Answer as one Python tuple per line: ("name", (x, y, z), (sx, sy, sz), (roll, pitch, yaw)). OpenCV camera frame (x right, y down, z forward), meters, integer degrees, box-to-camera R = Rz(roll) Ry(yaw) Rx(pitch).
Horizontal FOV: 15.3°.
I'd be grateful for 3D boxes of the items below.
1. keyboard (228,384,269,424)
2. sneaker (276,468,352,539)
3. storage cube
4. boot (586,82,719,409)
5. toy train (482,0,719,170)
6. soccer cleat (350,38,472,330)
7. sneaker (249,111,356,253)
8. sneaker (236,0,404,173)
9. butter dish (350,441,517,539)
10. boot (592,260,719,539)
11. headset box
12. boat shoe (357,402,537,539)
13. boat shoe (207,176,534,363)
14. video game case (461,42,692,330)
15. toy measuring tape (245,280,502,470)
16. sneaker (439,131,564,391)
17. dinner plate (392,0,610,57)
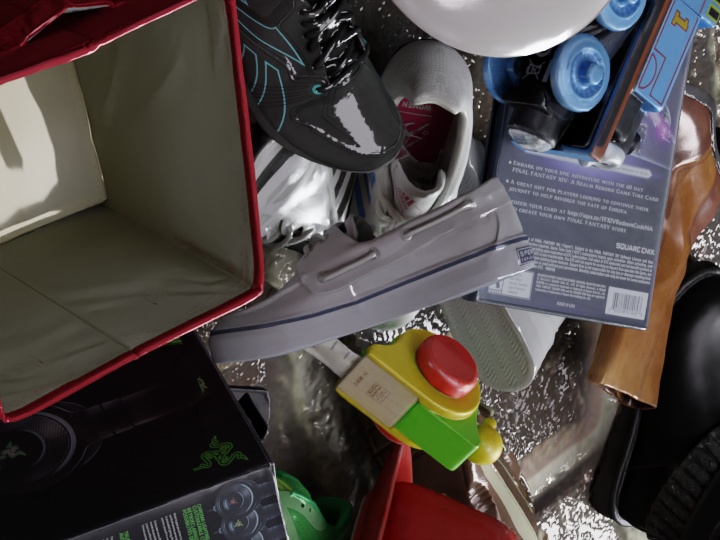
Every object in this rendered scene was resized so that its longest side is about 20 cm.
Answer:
("keyboard", (-0.144, 0.078, 1.532), (0.199, 0.040, 0.105), (5, 113, -32))
("sneaker", (-0.075, 0.158, 1.628), (0.200, 0.074, 0.084), (12, 93, -55))
("storage cube", (-0.174, -0.059, 1.334), (0.171, 0.179, 0.201), (-27, 128, -34))
("boot", (0.176, -0.021, 1.766), (0.201, 0.068, 0.188), (-71, 157, -11))
("toy train", (0.152, -0.152, 1.598), (0.114, 0.086, 0.201), (32, 76, -40))
("soccer cleat", (0.022, -0.039, 1.591), (0.069, 0.086, 0.201), (7, 120, -6))
("sneaker", (-0.064, -0.024, 1.540), (0.201, 0.075, 0.116), (-51, 135, -18))
("sneaker", (-0.038, -0.132, 1.460), (0.200, 0.079, 0.076), (49, 60, -21))
("butter dish", (0.058, 0.237, 1.670), (0.200, 0.147, 0.201), (88, 16, -55))
("boot", (0.261, 0.114, 1.876), (0.079, 0.158, 0.212), (1, 109, -45))
("headset box", (-0.143, 0.118, 1.412), (0.199, 0.174, 0.093), (-19, 125, -11))
("boat shoe", (0.058, 0.114, 1.751), (0.203, 0.074, 0.075), (61, 32, -36))
("boat shoe", (0.000, 0.000, 1.540), (0.074, 0.199, 0.066), (-14, 85, -79))
("video game case", (0.137, -0.071, 1.655), (0.142, 0.019, 0.201), (10, 88, -36))
("toy measuring tape", (0.009, 0.049, 1.626), (0.200, 0.074, 0.074), (38, 79, -9))
("sneaker", (0.083, -0.037, 1.700), (0.116, 0.073, 0.201), (-50, 129, -45))
("dinner plate", (0.083, -0.217, 1.463), (0.199, 0.024, 0.201), (-3, 95, -32))
